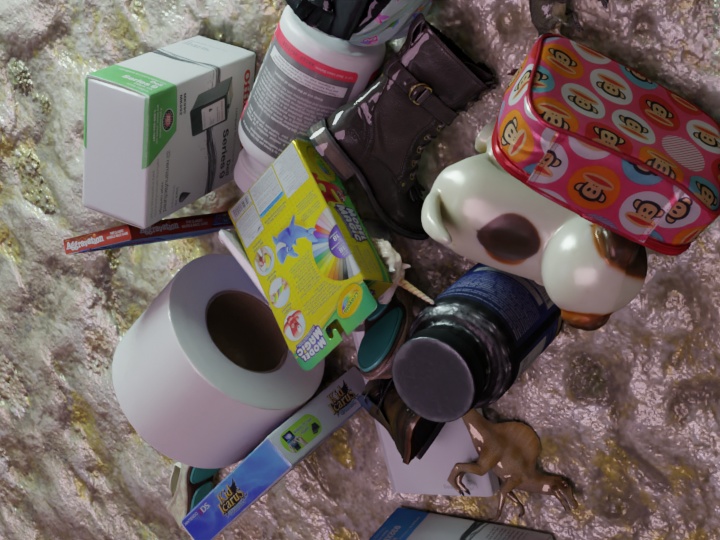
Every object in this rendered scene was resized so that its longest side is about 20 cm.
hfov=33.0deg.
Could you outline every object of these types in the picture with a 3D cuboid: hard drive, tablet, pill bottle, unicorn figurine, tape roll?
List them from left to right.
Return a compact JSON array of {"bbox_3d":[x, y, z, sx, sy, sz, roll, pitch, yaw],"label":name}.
[{"bbox_3d":[-0.159,0.102,1.367,0.203,0.203,0.139,49,127,5],"label":"tape roll"},{"bbox_3d":[-0.091,0.008,1.299,0.014,0.200,0.130,-38,88,4],"label":"tablet"},{"bbox_3d":[-0.060,-0.164,1.242,0.111,0.111,0.201,37,125,14],"label":"pill bottle"},{"bbox_3d":[0.000,0.000,1.227,0.074,0.200,0.137,30,120,-20],"label":"unicorn figurine"},{"bbox_3d":[0.072,0.154,1.350,0.131,0.026,0.201,-4,107,33],"label":"hard drive"},{"bbox_3d":[0.113,0.064,1.174,0.111,0.200,0.112,12,116,27],"label":"pill bottle"}]

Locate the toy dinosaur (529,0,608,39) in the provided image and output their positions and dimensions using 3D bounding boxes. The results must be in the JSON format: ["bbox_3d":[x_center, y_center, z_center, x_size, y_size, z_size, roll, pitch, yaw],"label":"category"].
[{"bbox_3d":[0.181,-0.269,1.086,0.088,0.047,0.201,-3,106,40],"label":"toy dinosaur"}]

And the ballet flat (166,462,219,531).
[{"bbox_3d":[-0.215,0.253,1.556,0.062,0.067,0.201,36,126,26],"label":"ballet flat"}]

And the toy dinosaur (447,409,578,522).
[{"bbox_3d":[0.139,0.197,1.299,0.200,0.058,0.101,44,92,-5],"label":"toy dinosaur"}]

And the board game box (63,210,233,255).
[{"bbox_3d":[-0.218,-0.044,1.341,0.103,0.200,0.020,-12,90,35],"label":"board game box"}]

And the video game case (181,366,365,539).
[{"bbox_3d":[-0.093,0.211,1.383,0.045,0.181,0.200,49,127,6],"label":"video game case"}]

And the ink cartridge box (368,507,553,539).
[{"bbox_3d":[0.119,0.364,1.375,0.199,0.084,0.146,3,111,32],"label":"ink cartridge box"}]

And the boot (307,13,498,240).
[{"bbox_3d":[0.064,-0.134,1.190,0.174,0.069,0.200,-38,128,14],"label":"boot"}]

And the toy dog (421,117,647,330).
[{"bbox_3d":[0.172,-0.041,1.103,0.200,0.194,0.140,35,116,25],"label":"toy dog"}]

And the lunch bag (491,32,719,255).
[{"bbox_3d":[0.217,-0.120,1.044,0.199,0.177,0.082,27,133,-6],"label":"lunch bag"}]

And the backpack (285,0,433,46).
[{"bbox_3d":[0.021,-0.301,1.114,0.167,0.126,0.201,42,112,25],"label":"backpack"}]

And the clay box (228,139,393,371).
[{"bbox_3d":[-0.046,-0.012,1.171,0.115,0.047,0.201,-44,59,30],"label":"clay box"}]

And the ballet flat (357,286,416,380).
[{"bbox_3d":[0.038,0.065,1.241,0.068,0.200,0.067,-41,109,20],"label":"ballet flat"}]

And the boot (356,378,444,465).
[{"bbox_3d":[0.033,0.143,1.243,0.097,0.200,0.075,34,82,11],"label":"boot"}]

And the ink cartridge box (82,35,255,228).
[{"bbox_3d":[-0.198,-0.151,1.282,0.084,0.200,0.147,19,120,21],"label":"ink cartridge box"}]
